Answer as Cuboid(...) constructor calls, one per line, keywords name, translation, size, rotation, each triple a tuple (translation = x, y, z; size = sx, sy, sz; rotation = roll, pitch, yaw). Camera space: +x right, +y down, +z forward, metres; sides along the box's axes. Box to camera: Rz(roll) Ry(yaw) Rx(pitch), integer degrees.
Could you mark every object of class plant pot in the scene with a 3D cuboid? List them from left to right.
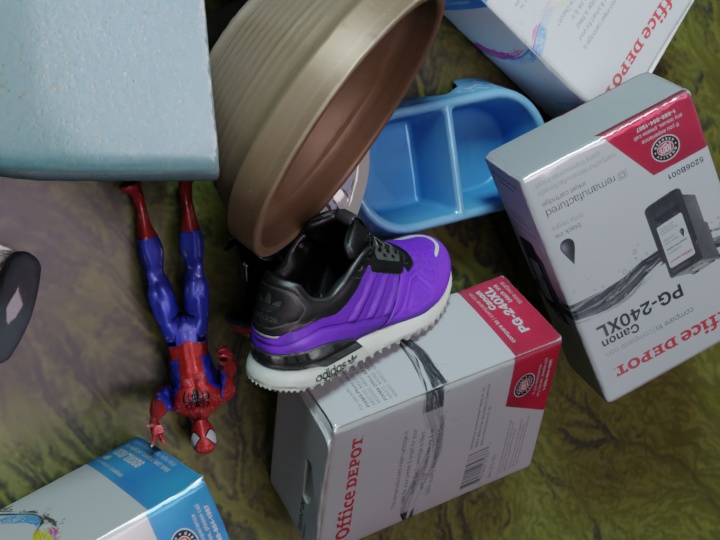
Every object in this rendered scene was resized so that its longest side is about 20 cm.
Cuboid(name="plant pot", translation=(-0.206, -0.147, 0.790), size=(0.198, 0.196, 0.198), rotation=(-8, 100, -15))
Cuboid(name="plant pot", translation=(-0.040, -0.116, 0.824), size=(0.092, 0.201, 0.201), rotation=(36, 76, 6))

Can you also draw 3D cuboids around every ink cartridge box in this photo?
Cuboid(name="ink cartridge box", translation=(-0.186, 0.231, 0.861), size=(0.199, 0.144, 0.149), rotation=(-27, 107, -23))
Cuboid(name="ink cartridge box", translation=(0.037, 0.107, 0.970), size=(0.198, 0.084, 0.146), rotation=(-18, 138, -26))
Cuboid(name="ink cartridge box", translation=(0.151, -0.227, 1.027), size=(0.200, 0.084, 0.145), rotation=(38, 79, -25))
Cuboid(name="ink cartridge box", translation=(0.203, -0.024, 0.999), size=(0.144, 0.083, 0.201), rotation=(-28, 112, -4))

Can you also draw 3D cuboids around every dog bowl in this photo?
Cuboid(name="dog bowl", translation=(0.061, -0.086, 1.014), size=(0.198, 0.049, 0.113), rotation=(-14, 102, -26))

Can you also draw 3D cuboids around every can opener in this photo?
Cuboid(name="can opener", translation=(-0.269, 0.073, 0.842), size=(0.053, 0.067, 0.201), rotation=(31, 80, -27))

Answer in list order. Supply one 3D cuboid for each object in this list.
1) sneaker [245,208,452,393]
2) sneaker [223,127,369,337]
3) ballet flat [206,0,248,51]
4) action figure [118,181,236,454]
Cuboid(name="sneaker", translation=(0.000, 0.000, 0.898), size=(0.200, 0.069, 0.100), rotation=(-32, 131, -45))
Cuboid(name="sneaker", translation=(-0.052, -0.044, 0.937), size=(0.084, 0.075, 0.202), rotation=(5, 93, -43))
Cuboid(name="ballet flat", translation=(-0.044, -0.172, 0.939), size=(0.199, 0.064, 0.068), rotation=(-23, 101, -24))
Cuboid(name="action figure", translation=(-0.123, 0.039, 0.901), size=(0.065, 0.099, 0.202), rotation=(-10, 104, -5))
